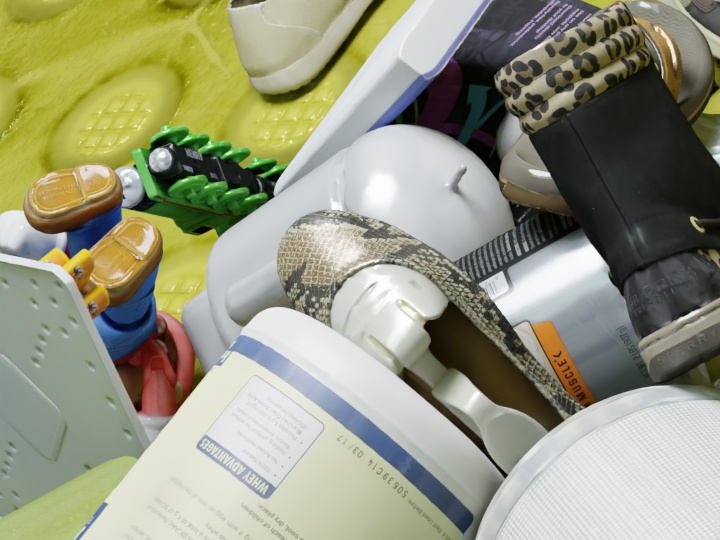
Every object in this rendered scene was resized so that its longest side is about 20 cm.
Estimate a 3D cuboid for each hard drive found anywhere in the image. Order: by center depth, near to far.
[{"bbox_3d":[0.026,-0.116,1.360,0.132,0.025,0.200,-55,6,-27],"label":"hard drive"}]

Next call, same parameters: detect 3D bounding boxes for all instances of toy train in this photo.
[{"bbox_3d":[-0.084,-0.044,1.411,0.056,0.200,0.042,-25,77,16],"label":"toy train"}]

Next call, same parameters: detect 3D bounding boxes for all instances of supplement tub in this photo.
[{"bbox_3d":[-0.045,0.133,1.068,0.200,0.145,0.145,-51,37,-10],"label":"supplement tub"},{"bbox_3d":[0.057,0.059,1.205,0.199,0.123,0.123,-30,35,10],"label":"supplement tub"}]

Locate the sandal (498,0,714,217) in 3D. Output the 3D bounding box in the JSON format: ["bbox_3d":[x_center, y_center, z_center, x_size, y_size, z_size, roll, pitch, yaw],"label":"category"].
[{"bbox_3d":[0.117,-0.091,1.213,0.081,0.055,0.200,10,32,23],"label":"sandal"}]

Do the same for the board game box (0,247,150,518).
[{"bbox_3d":[-0.169,0.064,1.331,0.199,0.201,0.026,10,42,46],"label":"board game box"}]

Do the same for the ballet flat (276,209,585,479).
[{"bbox_3d":[0.044,0.047,1.104,0.068,0.200,0.075,-48,2,9],"label":"ballet flat"}]

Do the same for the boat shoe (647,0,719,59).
[{"bbox_3d":[0.201,-0.164,1.371,0.071,0.066,0.201,-17,29,-17],"label":"boat shoe"}]

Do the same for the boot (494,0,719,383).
[{"bbox_3d":[0.130,-0.040,1.100,0.073,0.151,0.200,-30,0,24],"label":"boot"}]

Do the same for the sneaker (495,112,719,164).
[{"bbox_3d":[0.151,-0.043,1.269,0.199,0.071,0.081,10,64,31],"label":"sneaker"}]

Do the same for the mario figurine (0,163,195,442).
[{"bbox_3d":[-0.146,0.038,1.349,0.105,0.201,0.124,0,57,1],"label":"mario figurine"}]

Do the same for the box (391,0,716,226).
[{"bbox_3d":[0.088,-0.094,1.429,0.143,0.036,0.200,-45,38,-11],"label":"box"}]

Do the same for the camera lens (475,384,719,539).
[{"bbox_3d":[0.143,0.151,0.991,0.160,0.160,0.200,-37,35,-2],"label":"camera lens"}]

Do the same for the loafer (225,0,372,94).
[{"bbox_3d":[-0.019,-0.202,1.613,0.075,0.068,0.201,2,50,42],"label":"loafer"}]

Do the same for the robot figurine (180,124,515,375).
[{"bbox_3d":[0.000,0.000,1.309,0.199,0.113,0.169,-34,-10,30],"label":"robot figurine"}]

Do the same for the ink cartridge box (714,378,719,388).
[{"bbox_3d":[0.280,0.035,1.082,0.200,0.075,0.165,-43,34,-8],"label":"ink cartridge box"}]

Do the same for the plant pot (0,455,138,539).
[{"bbox_3d":[-0.149,0.190,1.199,0.190,0.201,0.200,-37,33,-21],"label":"plant pot"}]
